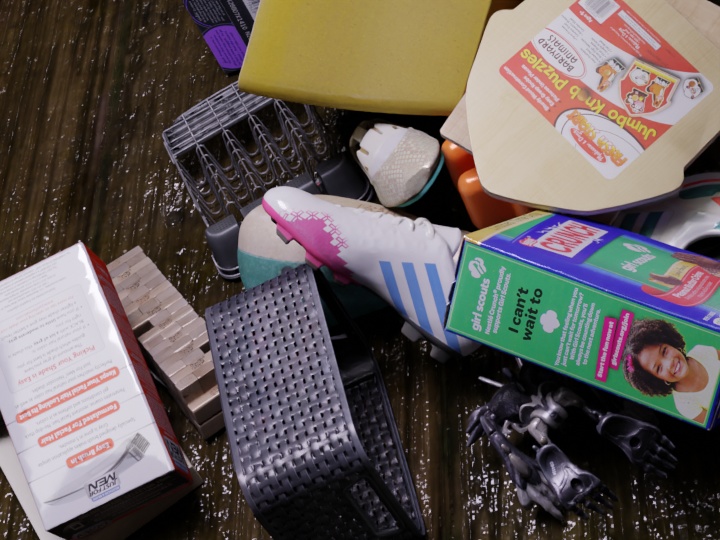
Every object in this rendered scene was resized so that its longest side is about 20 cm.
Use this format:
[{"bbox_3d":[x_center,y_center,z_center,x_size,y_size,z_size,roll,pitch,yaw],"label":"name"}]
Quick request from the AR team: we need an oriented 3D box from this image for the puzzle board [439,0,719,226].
[{"bbox_3d":[0.177,-0.146,1.401,0.150,0.017,0.200,31,78,17],"label":"puzzle board"}]

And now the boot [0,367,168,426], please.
[{"bbox_3d":[-0.267,0.109,1.482,0.200,0.078,0.138,-42,52,-9],"label":"boot"}]

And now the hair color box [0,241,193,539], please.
[{"bbox_3d":[-0.220,0.094,1.418,0.111,0.064,0.201,-25,70,3],"label":"hair color box"}]

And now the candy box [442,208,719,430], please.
[{"bbox_3d":[0.182,0.026,1.270,0.199,0.077,0.169,19,18,22],"label":"candy box"}]

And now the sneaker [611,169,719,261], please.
[{"bbox_3d":[0.206,-0.005,1.379,0.199,0.071,0.094,-20,39,6],"label":"sneaker"}]

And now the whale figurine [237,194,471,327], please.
[{"bbox_3d":[0.000,0.000,1.470,0.199,0.104,0.159,6,12,6],"label":"whale figurine"}]

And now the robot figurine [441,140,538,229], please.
[{"bbox_3d":[0.168,-0.106,1.459,0.199,0.117,0.144,-26,15,2],"label":"robot figurine"}]

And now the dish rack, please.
[{"bbox_3d":[-0.091,-0.098,1.628,0.153,0.055,0.200,-29,42,-2],"label":"dish rack"}]

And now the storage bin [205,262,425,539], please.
[{"bbox_3d":[-0.035,0.110,1.347,0.093,0.135,0.201,-24,44,9],"label":"storage bin"}]

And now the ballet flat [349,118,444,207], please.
[{"bbox_3d":[0.020,-0.092,1.495,0.068,0.062,0.200,-56,9,1],"label":"ballet flat"}]

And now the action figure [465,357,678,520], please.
[{"bbox_3d":[0.145,0.115,1.288,0.119,0.102,0.200,-41,18,0],"label":"action figure"}]

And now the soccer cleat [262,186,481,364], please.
[{"bbox_3d":[0.022,-0.016,1.357,0.086,0.200,0.070,-52,14,8],"label":"soccer cleat"}]

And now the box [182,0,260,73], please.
[{"bbox_3d":[-0.098,-0.308,1.767,0.106,0.122,0.201,-12,47,17],"label":"box"}]

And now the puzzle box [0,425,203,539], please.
[{"bbox_3d":[-0.226,0.145,1.494,0.133,0.025,0.200,-34,45,-6],"label":"puzzle box"}]

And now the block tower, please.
[{"bbox_3d":[-0.160,0.054,1.520,0.058,0.054,0.200,-33,45,-15],"label":"block tower"}]

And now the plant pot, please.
[{"bbox_3d":[0.034,-0.218,1.512,0.176,0.200,0.201,20,101,13],"label":"plant pot"}]

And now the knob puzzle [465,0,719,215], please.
[{"bbox_3d":[0.166,-0.122,1.369,0.218,0.030,0.221,-2,71,7],"label":"knob puzzle"}]
